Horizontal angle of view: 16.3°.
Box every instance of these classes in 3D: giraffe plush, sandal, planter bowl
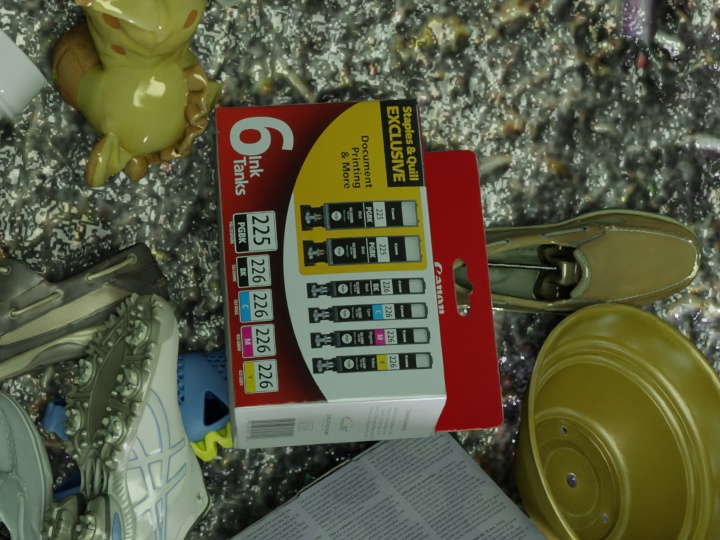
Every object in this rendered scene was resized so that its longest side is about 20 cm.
[{"bbox_3d":[-0.134,-0.148,1.551,0.172,0.200,0.163,-12,133,-24],"label":"giraffe plush"},{"bbox_3d":[-0.124,0.085,1.611,0.199,0.079,0.087,-34,100,-10],"label":"sandal"},{"bbox_3d":[0.162,0.129,1.669,0.200,0.083,0.202,17,60,-33],"label":"planter bowl"}]

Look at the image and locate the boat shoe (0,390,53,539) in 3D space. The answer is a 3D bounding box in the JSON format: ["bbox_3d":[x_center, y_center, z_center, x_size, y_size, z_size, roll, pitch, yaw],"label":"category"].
[{"bbox_3d":[-0.229,0.157,1.546,0.070,0.072,0.202,-10,63,7],"label":"boat shoe"}]

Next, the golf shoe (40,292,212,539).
[{"bbox_3d":[-0.133,0.116,1.556,0.097,0.078,0.201,13,90,-37],"label":"golf shoe"}]

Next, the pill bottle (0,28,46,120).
[{"bbox_3d":[-0.292,-0.076,1.525,0.114,0.114,0.200,44,84,-15],"label":"pill bottle"}]

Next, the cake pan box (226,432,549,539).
[{"bbox_3d":[0.033,0.203,1.599,0.200,0.052,0.184,-31,66,-32],"label":"cake pan box"}]

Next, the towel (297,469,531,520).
[{"bbox_3d":[0.041,0.220,1.698,0.199,0.022,0.148,11,93,-16],"label":"towel"}]

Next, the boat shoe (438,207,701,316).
[{"bbox_3d":[0.140,0.001,1.669,0.199,0.076,0.072,-7,98,-14],"label":"boat shoe"}]

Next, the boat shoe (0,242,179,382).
[{"bbox_3d":[-0.215,0.029,1.587,0.199,0.074,0.074,-14,90,-22],"label":"boat shoe"}]

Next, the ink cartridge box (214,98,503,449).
[{"bbox_3d":[0.000,0.000,1.573,0.174,0.084,0.201,-4,69,-5],"label":"ink cartridge box"}]
